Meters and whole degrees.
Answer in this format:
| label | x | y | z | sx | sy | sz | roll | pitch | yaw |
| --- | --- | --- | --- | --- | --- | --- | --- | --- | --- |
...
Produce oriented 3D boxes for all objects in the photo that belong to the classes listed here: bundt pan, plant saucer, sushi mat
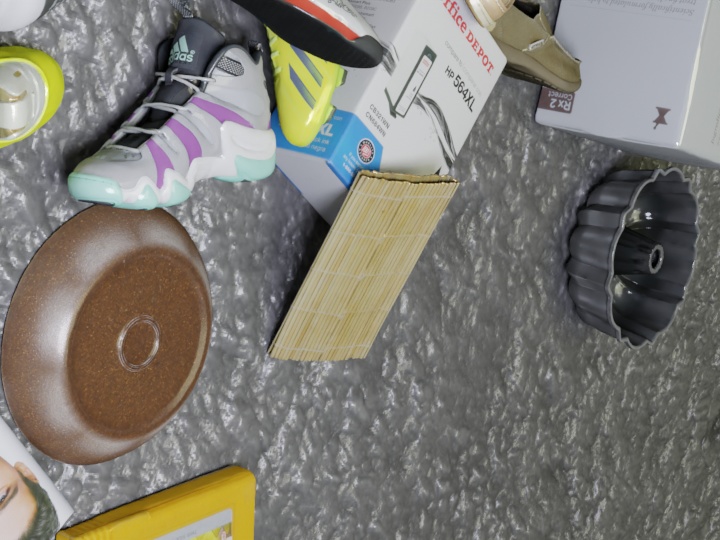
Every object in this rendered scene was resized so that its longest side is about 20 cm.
| label | x | y | z | sx | sy | sz | roll | pitch | yaw |
| --- | --- | --- | --- | --- | --- | --- | --- | --- | --- |
| bundt pan | 0.291 | -0.020 | 1.626 | 0.201 | 0.075 | 0.203 | -23 | 120 | -46 |
| plant saucer | -0.172 | 0.050 | 1.091 | 0.200 | 0.037 | 0.202 | -21 | 118 | -46 |
| sushi mat | 0.000 | 0.000 | 1.216 | 0.095 | 0.012 | 0.201 | 2 | 131 | -34 |

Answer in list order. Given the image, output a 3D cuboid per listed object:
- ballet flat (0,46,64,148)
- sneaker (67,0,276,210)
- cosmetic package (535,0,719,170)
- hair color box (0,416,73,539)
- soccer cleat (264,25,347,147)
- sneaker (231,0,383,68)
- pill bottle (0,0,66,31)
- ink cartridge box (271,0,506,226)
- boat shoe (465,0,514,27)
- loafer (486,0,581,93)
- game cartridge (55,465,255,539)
| label | x | y | z | sx | sy | sz | roll | pitch | yaw |
| --- | --- | --- | --- | --- | --- | --- | --- | --- | --- |
| ballet flat | -0.246 | -0.100 | 0.917 | 0.200 | 0.067 | 0.067 | -14 | 112 | -50 |
| sneaker | -0.134 | -0.124 | 1.055 | 0.200 | 0.077 | 0.141 | -25 | 120 | -56 |
| cosmetic package | 0.309 | -0.201 | 1.515 | 0.200 | 0.164 | 0.166 | 8 | 95 | -54 |
| hair color box | -0.277 | 0.127 | 0.962 | 0.099 | 0.060 | 0.200 | -52 | 138 | -27 |
| soccer cleat | -0.052 | -0.195 | 1.131 | 0.083 | 0.065 | 0.201 | 7 | 86 | -28 |
| sneaker | -0.054 | -0.233 | 1.065 | 0.201 | 0.067 | 0.108 | 27 | 74 | -19 |
| pill bottle | -0.201 | -0.216 | 0.897 | 0.200 | 0.113 | 0.114 | -43 | 133 | -35 |
| ink cartridge box | 0.022 | -0.142 | 1.234 | 0.146 | 0.084 | 0.201 | 46 | 67 | -48 |
| boat shoe | 0.122 | -0.274 | 1.261 | 0.074 | 0.069 | 0.200 | 58 | 25 | -28 |
| loafer | 0.150 | -0.215 | 1.380 | 0.200 | 0.076 | 0.068 | 13 | 98 | -53 |
| game cartridge | -0.162 | 0.264 | 1.179 | 0.200 | 0.032 | 0.177 | -16 | 114 | -50 |
